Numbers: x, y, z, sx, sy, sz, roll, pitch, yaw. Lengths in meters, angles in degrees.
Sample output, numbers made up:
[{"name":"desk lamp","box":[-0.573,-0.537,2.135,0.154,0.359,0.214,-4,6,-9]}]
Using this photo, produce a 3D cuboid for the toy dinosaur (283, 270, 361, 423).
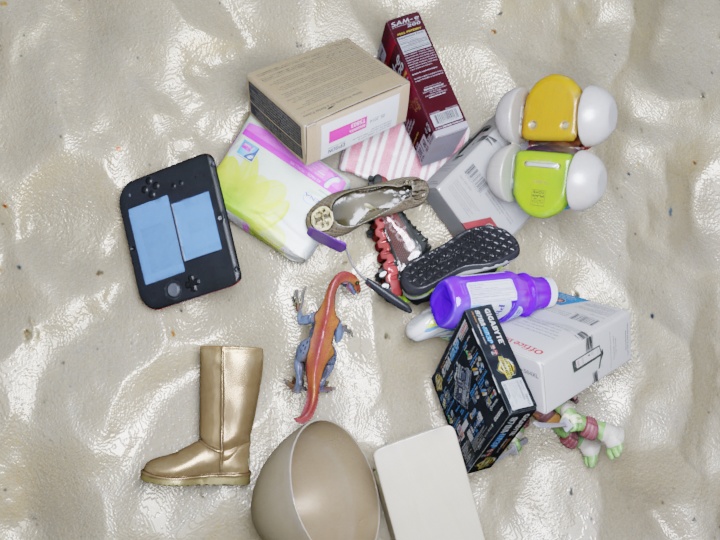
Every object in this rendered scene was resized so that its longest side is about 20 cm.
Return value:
[{"name":"toy dinosaur","box":[-0.044,0.100,1.089,0.103,0.201,0.185,12,114,-20]}]

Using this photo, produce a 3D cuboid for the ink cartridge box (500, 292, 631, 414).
[{"name":"ink cartridge box","box":[0.285,0.115,1.082,0.197,0.145,0.086,-22,113,-29]}]

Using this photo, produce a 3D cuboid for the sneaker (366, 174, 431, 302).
[{"name":"sneaker","box":[0.060,-0.056,1.153,0.095,0.071,0.206,-11,87,-7]}]

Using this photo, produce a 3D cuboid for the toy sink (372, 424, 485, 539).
[{"name":"toy sink","box":[0.095,0.339,1.089,0.127,0.112,0.205,-17,90,-7]}]

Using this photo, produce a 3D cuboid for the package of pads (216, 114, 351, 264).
[{"name":"package of pads","box":[-0.132,-0.123,1.140,0.198,0.068,0.157,32,80,-1]}]

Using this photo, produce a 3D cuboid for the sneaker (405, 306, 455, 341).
[{"name":"sneaker","box":[0.168,0.090,1.134,0.197,0.075,0.107,-25,94,-21]}]

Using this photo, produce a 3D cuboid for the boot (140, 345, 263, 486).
[{"name":"boot","box":[-0.237,0.216,1.093,0.171,0.066,0.206,4,83,-18]}]

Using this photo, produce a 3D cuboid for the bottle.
[{"name":"bottle","box":[0.202,0.040,1.070,0.195,0.084,0.067,-4,62,-26]}]

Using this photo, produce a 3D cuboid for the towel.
[{"name":"towel","box":[0.073,-0.202,1.195,0.196,0.030,0.150,19,84,-3]}]

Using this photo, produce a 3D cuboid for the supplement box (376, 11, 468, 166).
[{"name":"supplement box","box":[0.093,-0.282,1.133,0.060,0.109,0.204,-19,78,-12]}]

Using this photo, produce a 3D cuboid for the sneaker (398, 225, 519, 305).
[{"name":"sneaker","box":[0.147,-0.003,1.105,0.196,0.083,0.073,-19,59,-2]}]

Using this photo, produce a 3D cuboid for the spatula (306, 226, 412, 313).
[{"name":"spatula","box":[0.000,0.000,1.085,0.199,0.056,0.021,42,74,-3]}]

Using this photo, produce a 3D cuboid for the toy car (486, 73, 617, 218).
[{"name":"toy car","box":[0.291,-0.176,1.070,0.172,0.149,0.206,10,93,36]}]

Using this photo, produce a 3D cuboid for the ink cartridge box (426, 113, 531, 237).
[{"name":"ink cartridge box","box":[0.215,-0.142,1.158,0.200,0.083,0.147,-43,106,-10]}]

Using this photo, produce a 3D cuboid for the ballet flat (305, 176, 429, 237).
[{"name":"ballet flat","box":[0.010,-0.099,1.092,0.195,0.046,0.069,-15,85,-2]}]

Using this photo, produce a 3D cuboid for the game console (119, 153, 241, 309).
[{"name":"game console","box":[-0.277,-0.056,1.098,0.173,0.031,0.205,-16,85,21]}]

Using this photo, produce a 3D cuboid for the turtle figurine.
[{"name":"turtle figurine","box":[0.294,0.257,1.108,0.191,0.201,0.146,26,116,-7]}]

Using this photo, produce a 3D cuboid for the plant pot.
[{"name":"plant pot","box":[-0.081,0.334,1.047,0.133,0.199,0.204,-27,86,29]}]

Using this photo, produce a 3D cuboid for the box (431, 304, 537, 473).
[{"name":"box","box":[0.167,0.173,1.028,0.045,0.202,0.161,-8,55,-17]}]

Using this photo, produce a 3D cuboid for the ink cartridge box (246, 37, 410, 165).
[{"name":"ink cartridge box","box":[-0.049,-0.262,1.101,0.197,0.076,0.165,-27,54,-27]}]
